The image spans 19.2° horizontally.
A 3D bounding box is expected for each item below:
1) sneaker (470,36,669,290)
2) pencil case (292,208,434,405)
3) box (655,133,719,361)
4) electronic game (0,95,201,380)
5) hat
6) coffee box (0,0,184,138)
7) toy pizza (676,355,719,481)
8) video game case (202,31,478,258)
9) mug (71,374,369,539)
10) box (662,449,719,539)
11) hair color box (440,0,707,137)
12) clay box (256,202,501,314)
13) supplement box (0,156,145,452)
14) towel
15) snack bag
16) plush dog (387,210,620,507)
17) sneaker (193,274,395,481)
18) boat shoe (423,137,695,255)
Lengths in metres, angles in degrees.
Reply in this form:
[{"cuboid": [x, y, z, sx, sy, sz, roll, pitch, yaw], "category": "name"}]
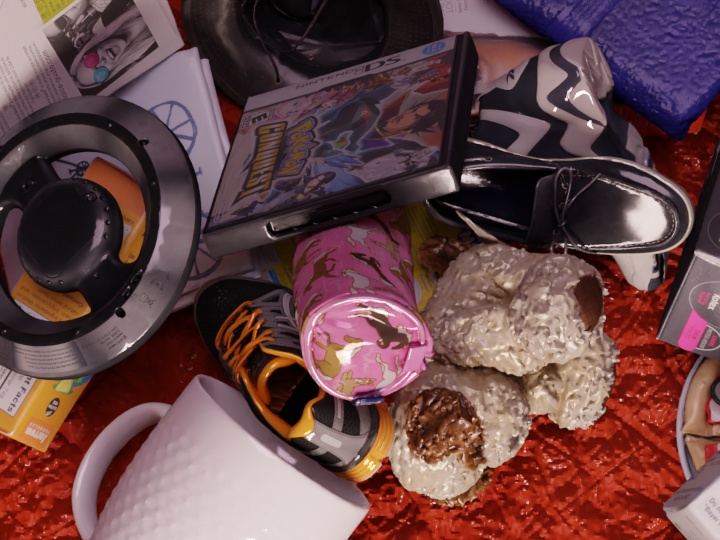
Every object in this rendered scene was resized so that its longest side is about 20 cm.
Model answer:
[{"cuboid": [0.139, -0.064, 1.545, 0.129, 0.200, 0.080, -13, 34, 26], "category": "sneaker"}, {"cuboid": [0.000, 0.012, 1.420, 0.082, 0.200, 0.087, -25, 113, 7], "category": "pencil case"}, {"cuboid": [0.294, -0.042, 1.511, 0.105, 0.123, 0.201, 19, 57, 5], "category": "box"}, {"cuboid": [-0.197, -0.024, 1.454, 0.199, 0.042, 0.201, -8, 71, 23], "category": "electronic game"}, {"cuboid": [-0.030, -0.198, 1.609, 0.199, 0.202, 0.081, 15, 24, 6], "category": "hat"}, {"cuboid": [-0.282, -0.228, 1.536, 0.197, 0.201, 0.200, -35, 50, -14], "category": "coffee box"}, {"cuboid": [0.325, 0.115, 1.513, 0.199, 0.032, 0.201, 0, 68, 0], "category": "toy pizza"}, {"cuboid": [-0.010, -0.091, 1.494, 0.180, 0.026, 0.200, -15, 29, 16], "category": "video game case"}, {"cuboid": [-0.119, 0.170, 1.436, 0.200, 0.147, 0.176, 39, 94, 36], "category": "mug"}, {"cuboid": [0.340, 0.160, 1.428, 0.200, 0.105, 0.184, -41, 85, -7], "category": "box"}, {"cuboid": [0.156, -0.158, 1.609, 0.199, 0.064, 0.112, -5, 68, -1], "category": "hair color box"}, {"cuboid": [0.000, 0.000, 1.552, 0.199, 0.048, 0.115, -22, 67, -9], "category": "clay box"}, {"cuboid": [-0.204, 0.025, 1.502, 0.069, 0.067, 0.201, 32, 87, 23], "category": "supplement box"}, {"cuboid": [0.202, -0.203, 1.573, 0.200, 0.050, 0.148, 40, 79, 14], "category": "towel"}, {"cuboid": [-0.182, -0.045, 1.562, 0.199, 0.021, 0.190, -22, 69, 12], "category": "snack bag"}, {"cuboid": [0.075, 0.074, 1.451, 0.160, 0.200, 0.172, 25, 73, 19], "category": "plush dog"}, {"cuboid": [-0.056, 0.061, 1.435, 0.200, 0.077, 0.078, 40, 101, 39], "category": "sneaker"}, {"cuboid": [0.132, -0.045, 1.475, 0.199, 0.075, 0.062, 13, 27, 3], "category": "boat shoe"}]
